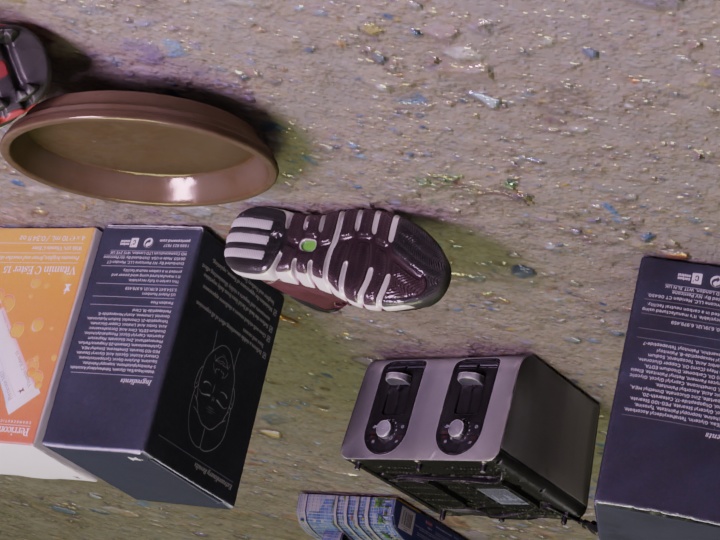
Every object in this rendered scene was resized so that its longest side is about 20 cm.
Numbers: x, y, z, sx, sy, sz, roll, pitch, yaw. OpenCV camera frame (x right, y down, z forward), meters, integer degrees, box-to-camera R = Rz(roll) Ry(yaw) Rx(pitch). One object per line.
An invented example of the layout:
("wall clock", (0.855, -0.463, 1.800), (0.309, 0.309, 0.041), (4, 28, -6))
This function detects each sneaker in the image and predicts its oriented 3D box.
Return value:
("sneaker", (-0.307, -0.111, 1.238), (0.199, 0.071, 0.098), (-18, 179, -8))
("sneaker", (0.000, 0.000, 1.428), (0.199, 0.076, 0.115), (13, 167, 31))

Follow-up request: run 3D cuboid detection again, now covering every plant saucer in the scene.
("plant saucer", (-0.157, -0.087, 1.299), (0.199, 0.030, 0.200), (3, 166, 1))

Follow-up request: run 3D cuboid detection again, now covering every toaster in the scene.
("toaster", (0.113, 0.159, 1.681), (0.180, 0.119, 0.200), (-3, 153, 39))

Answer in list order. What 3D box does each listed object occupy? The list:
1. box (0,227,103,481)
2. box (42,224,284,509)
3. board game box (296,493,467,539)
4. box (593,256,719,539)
("box", (-0.278, 0.072, 1.581), (0.124, 0.201, 0.097), (0, 156, 29))
("box", (-0.162, 0.083, 1.539), (0.107, 0.201, 0.148), (1, 156, 29))
("board game box", (0.011, 0.342, 2.294), (0.199, 0.062, 0.200), (-4, 153, 36))
("box", (0.258, 0.123, 1.392), (0.123, 0.198, 0.200), (8, 158, 13))
